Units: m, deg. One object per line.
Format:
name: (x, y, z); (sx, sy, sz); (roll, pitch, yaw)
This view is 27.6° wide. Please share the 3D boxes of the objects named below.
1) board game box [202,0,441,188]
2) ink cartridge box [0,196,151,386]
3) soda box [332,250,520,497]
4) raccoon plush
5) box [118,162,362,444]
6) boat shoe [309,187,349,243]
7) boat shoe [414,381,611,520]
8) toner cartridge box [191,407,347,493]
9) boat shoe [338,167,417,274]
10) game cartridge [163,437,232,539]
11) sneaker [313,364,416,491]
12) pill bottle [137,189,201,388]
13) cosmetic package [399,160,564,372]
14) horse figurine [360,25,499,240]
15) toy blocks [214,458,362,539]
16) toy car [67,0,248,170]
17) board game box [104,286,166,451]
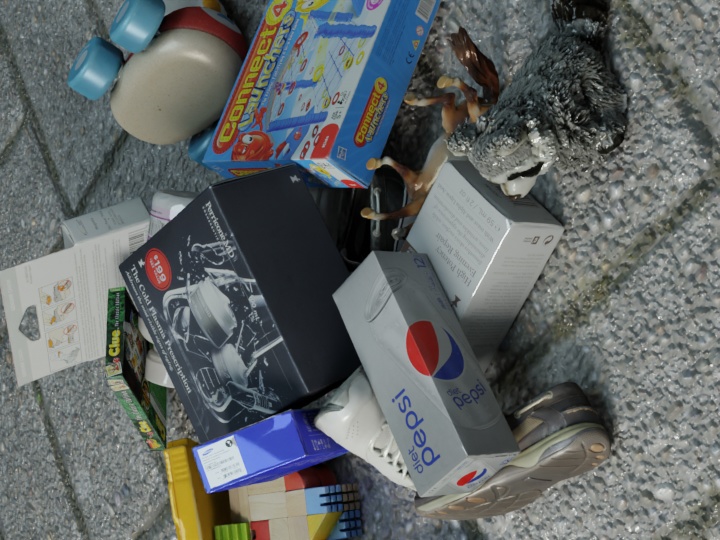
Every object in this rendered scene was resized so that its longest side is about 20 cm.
board game box: (-0.039, -0.177, 1.378); (0.196, 0.056, 0.200); (3, 67, 49)
ink cartridge box: (-0.308, 0.026, 1.604); (0.044, 0.174, 0.200); (56, 155, 35)
soda box: (0.051, 0.082, 1.202); (0.068, 0.063, 0.200); (-46, 56, 37)
raccoon plush: (0.129, -0.156, 1.172); (0.097, 0.134, 0.200); (-24, 71, 48)
box: (-0.100, 0.036, 1.324); (0.182, 0.104, 0.200); (-35, 79, 46)
boat shoe: (-0.043, -0.072, 1.421); (0.072, 0.069, 0.200); (-15, 60, 39)
boat shoe: (0.124, 0.153, 1.228); (0.200, 0.074, 0.073); (-31, 55, 35)
toner cartridge box: (-0.069, 0.156, 1.297); (0.095, 0.200, 0.043); (-21, 81, 10)
boat shoe: (0.002, 0.001, 1.369); (0.074, 0.068, 0.199); (34, 114, 46)
game cartridge: (-0.150, 0.277, 1.478); (0.032, 0.176, 0.200); (-15, 72, 6)
sneaker: (0.025, 0.141, 1.269); (0.087, 0.200, 0.075); (41, 89, 27)
pill bottle: (-0.175, 0.020, 1.546); (0.112, 0.112, 0.200); (16, 101, 49)
cosmetic package: (0.083, 0.014, 1.271); (0.102, 0.074, 0.200); (48, 122, 39)
horse figurine: (0.070, -0.105, 1.268); (0.050, 0.133, 0.200); (38, 106, 36)
toy blocks: (-0.060, 0.239, 1.430); (0.137, 0.100, 0.200); (-14, 79, 37)
toy car: (-0.179, -0.248, 1.555); (0.177, 0.184, 0.200); (-36, 33, 43)
board game box: (-0.239, 0.110, 1.574); (0.200, 0.023, 0.105); (78, -175, -60)
